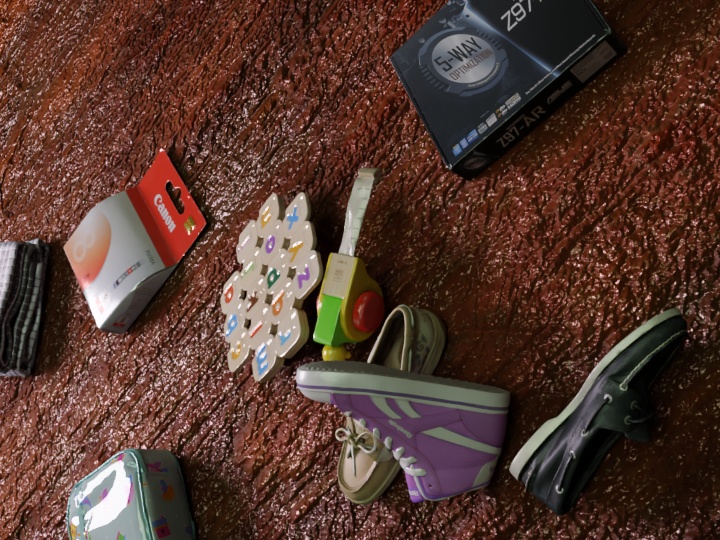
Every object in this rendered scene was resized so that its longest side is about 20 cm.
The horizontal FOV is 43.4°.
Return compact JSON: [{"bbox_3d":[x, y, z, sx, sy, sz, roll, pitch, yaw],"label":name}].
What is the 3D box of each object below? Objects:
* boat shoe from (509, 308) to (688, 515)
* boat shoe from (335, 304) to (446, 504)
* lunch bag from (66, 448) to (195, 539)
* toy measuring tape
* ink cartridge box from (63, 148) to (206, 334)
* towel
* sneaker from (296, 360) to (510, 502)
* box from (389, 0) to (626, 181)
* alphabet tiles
[{"bbox_3d":[0.205,0.121,0.735,0.200,0.074,0.066,-50,56,17],"label":"boat shoe"},{"bbox_3d":[0.018,0.129,0.886,0.072,0.062,0.204,20,91,39],"label":"boat shoe"},{"bbox_3d":[-0.268,0.323,1.048,0.159,0.076,0.203,-32,60,27],"label":"lunch bag"},{"bbox_3d":[0.000,0.000,0.931,0.073,0.073,0.205,11,86,39],"label":"toy measuring tape"},{"bbox_3d":[-0.302,-0.043,1.193,0.201,0.050,0.163,-51,53,20],"label":"ink cartridge box"},{"bbox_3d":[-0.545,0.052,1.335,0.163,0.085,0.205,-4,75,36],"label":"towel"},{"bbox_3d":[0.032,0.148,0.814,0.196,0.073,0.117,11,93,1],"label":"sneaker"},{"bbox_3d":[0.139,-0.215,0.897,0.199,0.043,0.162,-38,58,24],"label":"box"},{"bbox_3d":[-0.100,0.017,1.006,0.196,0.014,0.203,-46,43,36],"label":"alphabet tiles"}]
